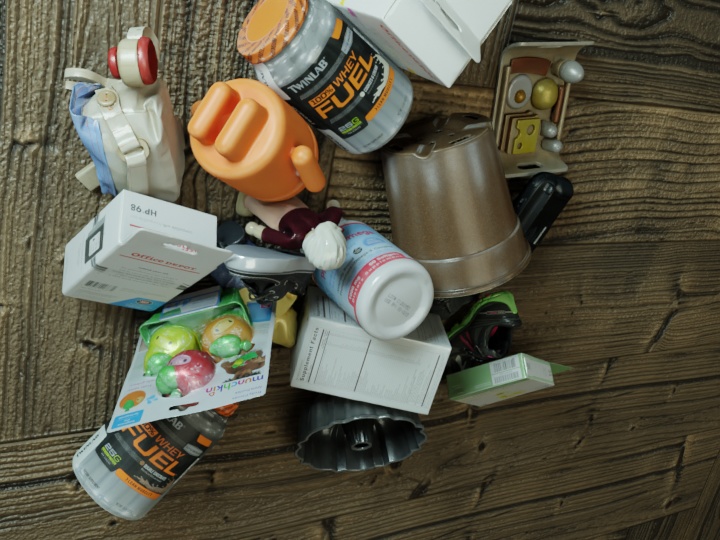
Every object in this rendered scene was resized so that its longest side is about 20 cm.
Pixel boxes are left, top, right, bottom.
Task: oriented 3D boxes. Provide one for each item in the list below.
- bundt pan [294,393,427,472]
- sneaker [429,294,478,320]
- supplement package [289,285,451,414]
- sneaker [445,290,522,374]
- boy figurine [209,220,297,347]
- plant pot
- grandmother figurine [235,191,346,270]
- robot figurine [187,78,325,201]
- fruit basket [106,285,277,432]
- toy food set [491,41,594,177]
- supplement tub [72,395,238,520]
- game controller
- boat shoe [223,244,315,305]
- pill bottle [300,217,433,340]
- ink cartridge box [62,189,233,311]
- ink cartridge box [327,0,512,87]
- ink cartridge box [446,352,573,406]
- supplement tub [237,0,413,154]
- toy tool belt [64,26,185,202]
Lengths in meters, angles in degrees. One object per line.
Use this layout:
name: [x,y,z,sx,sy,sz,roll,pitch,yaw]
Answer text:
bundt pan: [-0.004,0.232,1.201,0.202,0.076,0.202,-6,146,-4]
sneaker: [0.116,0.034,1.191,0.200,0.060,0.104,-33,121,-50]
supplement package: [0.010,0.110,1.114,0.200,0.110,0.114,14,110,-10]
sneaker: [0.191,0.117,1.275,0.077,0.084,0.200,-8,144,-30]
boy figurine: [-0.133,0.025,1.055,0.124,0.064,0.200,-38,130,-5]
plant pot: [0.121,-0.098,1.080,0.200,0.200,0.198,-24,118,-20]
grandmother figurine: [-0.075,-0.057,0.960,0.121,0.200,0.061,-29,127,-16]
robot figurine: [-0.116,-0.143,0.904,0.200,0.144,0.117,27,57,-72]
fruit basket: [-0.194,0.099,0.933,0.185,0.200,0.094,-14,114,7]
toy food set: [0.269,-0.238,1.173,0.143,0.060,0.200,-10,119,-28]
supplement tub: [-0.263,0.215,1.036,0.200,0.123,0.123,-46,130,-4]
game controller: [0.258,-0.066,1.255,0.104,0.042,0.200,2,128,-48]
boat shoe: [-0.108,0.009,0.946,0.200,0.070,0.066,-3,107,-76]
pill bottle: [0.000,0.000,1.038,0.109,0.200,0.109,-15,122,-26]
ink cartridge box: [-0.238,-0.024,0.885,0.116,0.067,0.200,16,150,-37]
ink cartridge box: [0.063,-0.311,0.912,0.129,0.200,0.125,33,95,-40]
ink cartridge box: [0.257,0.189,1.329,0.145,0.048,0.200,-23,152,33]
supplement tub: [-0.041,-0.236,0.937,0.200,0.123,0.123,32,95,-39]
toy tool belt: [-0.262,-0.155,0.836,0.123,0.125,0.200,-3,143,-1]
